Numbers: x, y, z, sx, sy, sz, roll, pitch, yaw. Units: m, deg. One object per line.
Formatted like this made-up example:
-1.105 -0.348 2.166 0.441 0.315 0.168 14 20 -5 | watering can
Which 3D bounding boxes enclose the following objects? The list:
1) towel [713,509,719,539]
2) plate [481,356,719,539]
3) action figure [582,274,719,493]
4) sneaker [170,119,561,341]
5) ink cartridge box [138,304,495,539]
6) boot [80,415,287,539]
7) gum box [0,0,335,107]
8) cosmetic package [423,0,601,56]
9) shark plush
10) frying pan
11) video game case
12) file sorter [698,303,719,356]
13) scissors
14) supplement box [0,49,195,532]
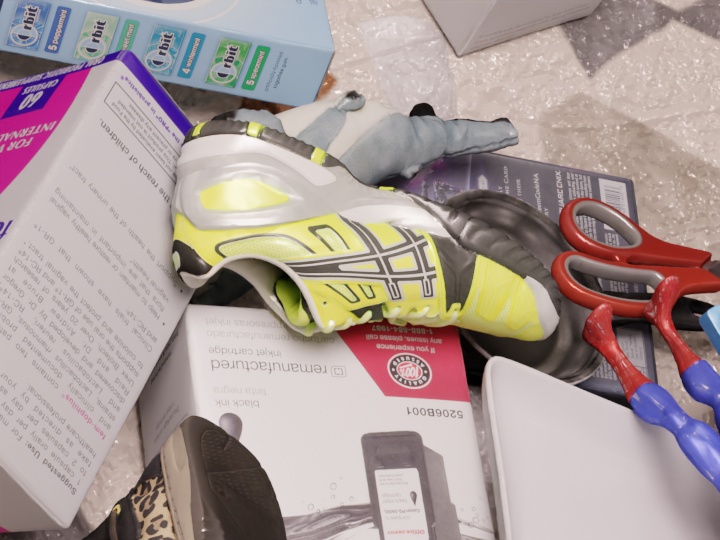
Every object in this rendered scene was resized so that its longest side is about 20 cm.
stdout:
0.234 0.200 1.039 0.200 0.035 0.193 -22 72 -34 | towel
0.133 0.156 0.952 0.200 0.032 0.200 23 47 -31 | plate
0.184 0.080 0.944 0.065 0.099 0.200 -22 64 -21 | action figure
0.000 0.000 0.942 0.199 0.075 0.077 21 75 -18 | sneaker
-0.016 0.125 0.937 0.145 0.083 0.201 4 58 -24 | ink cartridge box
-0.097 0.165 0.808 0.073 0.150 0.200 38 24 -32 | boot
-0.122 -0.170 1.066 0.199 0.045 0.170 9 42 -19 | gum box
0.063 -0.237 1.196 0.113 0.081 0.200 -18 71 -32 | cosmetic package
-0.013 -0.042 1.052 0.200 0.091 0.084 -16 80 -36 | shark plush
0.104 0.005 1.068 0.190 0.031 0.115 -14 69 -45 | frying pan
0.063 -0.004 1.094 0.199 0.019 0.143 9 58 -18 | video game case
0.296 0.022 0.978 0.200 0.123 0.139 -26 76 -18 | file sorter
0.190 0.007 1.072 0.199 0.014 0.073 13 46 -17 | scissors
-0.150 0.010 0.912 0.103 0.101 0.200 50 47 -33 | supplement box
